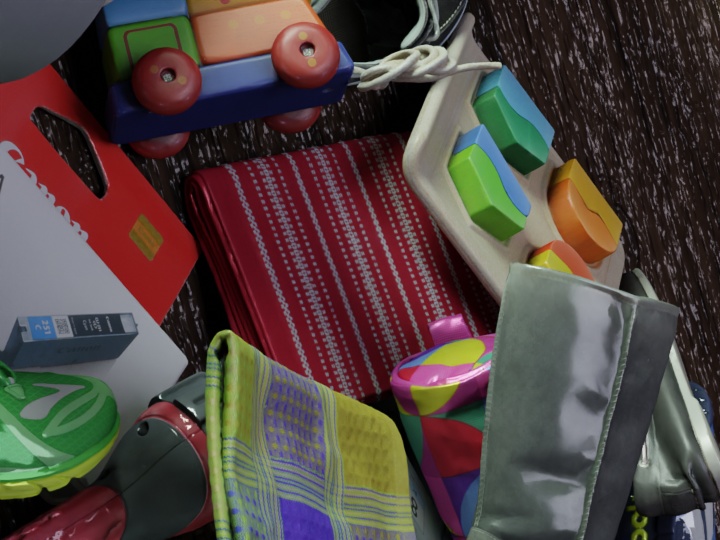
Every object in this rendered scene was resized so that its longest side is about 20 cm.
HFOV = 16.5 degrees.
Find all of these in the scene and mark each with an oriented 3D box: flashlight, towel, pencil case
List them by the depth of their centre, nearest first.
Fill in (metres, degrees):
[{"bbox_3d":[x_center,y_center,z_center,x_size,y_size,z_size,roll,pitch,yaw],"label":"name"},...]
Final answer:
[{"bbox_3d":[-0.131,0.118,1.118,0.200,0.068,0.068,-30,114,-30],"label":"flashlight"},{"bbox_3d":[-0.017,0.114,1.141,0.200,0.023,0.144,35,45,-61],"label":"towel"},{"bbox_3d":[0.081,0.124,1.308,0.088,0.088,0.200,-31,107,-47],"label":"pencil case"},{"bbox_3d":[0.000,0.000,1.341,0.200,0.022,0.145,-13,79,-45],"label":"towel"}]

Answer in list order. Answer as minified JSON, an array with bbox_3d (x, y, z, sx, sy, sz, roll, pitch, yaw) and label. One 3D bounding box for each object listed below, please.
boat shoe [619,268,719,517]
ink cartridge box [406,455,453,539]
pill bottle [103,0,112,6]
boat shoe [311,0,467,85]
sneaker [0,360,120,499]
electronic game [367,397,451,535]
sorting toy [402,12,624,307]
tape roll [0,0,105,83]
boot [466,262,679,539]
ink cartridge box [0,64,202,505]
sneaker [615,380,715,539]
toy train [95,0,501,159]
[{"bbox_3d":[0.169,0.070,1.484,0.200,0.057,0.067,-104,171,-52],"label":"boat shoe"},{"bbox_3d":[0.027,0.207,1.263,0.200,0.047,0.160,-88,156,-53],"label":"ink cartridge box"},{"bbox_3d":[-0.129,-0.231,1.200,0.113,0.113,0.200,46,49,-32],"label":"pill bottle"},{"bbox_3d":[0.011,-0.136,1.370,0.200,0.071,0.072,-35,108,-47],"label":"boat shoe"},{"bbox_3d":[-0.189,0.047,1.066,0.200,0.074,0.084,10,108,-32],"label":"sneaker"},{"bbox_3d":[0.077,0.094,1.419,0.200,0.042,0.200,16,65,-39],"label":"electronic game"},{"bbox_3d":[0.098,-0.034,1.422,0.200,0.036,0.185,56,26,-19],"label":"sorting toy"},{"bbox_3d":[-0.182,-0.181,1.067,0.066,0.200,0.200,-2,84,-48],"label":"tape roll"},{"bbox_3d":[0.126,0.113,1.255,0.182,0.073,0.200,23,72,-31],"label":"boot"},{"bbox_3d":[-0.155,-0.018,1.182,0.200,0.045,0.176,51,50,-29],"label":"ink cartridge box"},{"bbox_3d":[0.182,0.162,1.504,0.082,0.074,0.200,49,44,-49],"label":"sneaker"},{"bbox_3d":[-0.039,-0.135,1.254,0.200,0.085,0.116,-12,77,-12],"label":"toy train"}]
